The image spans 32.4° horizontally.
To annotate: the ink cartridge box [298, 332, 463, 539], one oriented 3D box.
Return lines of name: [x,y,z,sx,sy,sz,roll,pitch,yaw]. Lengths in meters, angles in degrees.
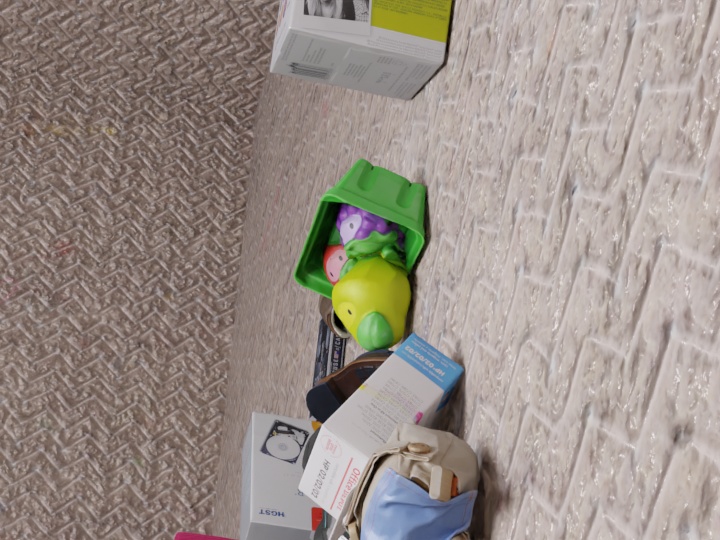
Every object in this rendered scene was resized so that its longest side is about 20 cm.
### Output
ink cartridge box: [0.009,0.166,1.205,0.200,0.068,0.116,-42,-19,-41]

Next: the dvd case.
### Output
dvd case: [-0.050,0.139,1.956,0.150,0.024,0.202,127,151,-70]

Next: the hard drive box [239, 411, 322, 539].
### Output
hard drive box: [-0.073,0.286,1.593,0.201,0.154,0.077,-97,20,-54]

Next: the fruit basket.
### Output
fruit basket: [0.000,0.000,1.513,0.216,0.154,0.217,-156,90,-90]

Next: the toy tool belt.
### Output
toy tool belt: [0.046,0.243,1.077,0.123,0.123,0.202,-88,9,-76]

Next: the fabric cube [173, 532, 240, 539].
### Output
fabric cube: [-0.246,0.604,2.145,0.200,0.198,0.198,-97,20,-55]

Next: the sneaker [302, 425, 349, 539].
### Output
sneaker: [-0.013,0.239,1.368,0.080,0.075,0.201,-57,28,32]

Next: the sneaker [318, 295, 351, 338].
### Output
sneaker: [-0.009,0.008,1.781,0.076,0.070,0.201,-121,33,-44]

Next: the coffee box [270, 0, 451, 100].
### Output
coffee box: [0.004,-0.354,1.590,0.200,0.198,0.200,152,127,-77]

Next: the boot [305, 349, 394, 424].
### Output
boot: [0.029,0.111,1.389,0.199,0.075,0.097,-19,16,45]
